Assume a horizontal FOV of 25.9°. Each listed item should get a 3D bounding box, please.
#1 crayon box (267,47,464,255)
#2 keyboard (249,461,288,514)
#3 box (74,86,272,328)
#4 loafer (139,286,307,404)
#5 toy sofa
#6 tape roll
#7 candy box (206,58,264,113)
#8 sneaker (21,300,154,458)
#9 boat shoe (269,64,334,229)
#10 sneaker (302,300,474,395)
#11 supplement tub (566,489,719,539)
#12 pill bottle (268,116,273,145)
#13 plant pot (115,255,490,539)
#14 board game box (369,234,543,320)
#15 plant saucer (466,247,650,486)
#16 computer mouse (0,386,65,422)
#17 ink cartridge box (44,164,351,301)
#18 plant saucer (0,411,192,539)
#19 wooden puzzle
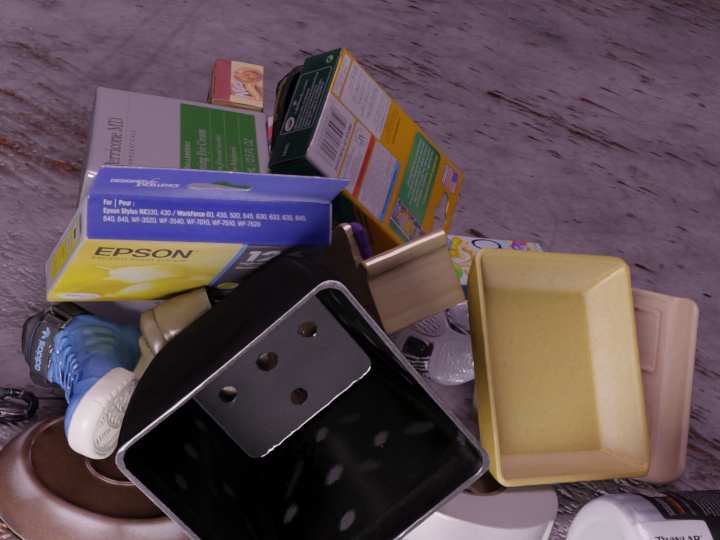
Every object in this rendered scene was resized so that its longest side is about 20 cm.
[{"bbox_3d":[0.009,-0.092,1.447,0.052,0.200,0.126,-11,50,39],"label":"crayon box"},{"bbox_3d":[0.003,0.200,1.277,0.127,0.021,0.200,-14,39,-42],"label":"keyboard"},{"bbox_3d":[-0.178,-0.034,1.441,0.171,0.200,0.199,7,28,-10],"label":"box"},{"bbox_3d":[-0.098,0.083,1.311,0.200,0.067,0.076,39,20,-40],"label":"loafer"},{"bbox_3d":[0.000,0.000,1.352,0.083,0.098,0.200,-21,5,-24],"label":"toy sofa"},{"bbox_3d":[0.067,0.173,1.307,0.203,0.037,0.203,19,19,-7],"label":"tape roll"},{"bbox_3d":[-0.141,-0.101,1.591,0.055,0.200,0.115,9,27,-9],"label":"candy box"},{"bbox_3d":[-0.229,0.083,1.249,0.111,0.077,0.200,20,18,3],"label":"sneaker"},{"bbox_3d":[-0.055,-0.092,1.471,0.072,0.202,0.061,-2,-5,0],"label":"boat shoe"},{"bbox_3d":[0.039,0.068,1.424,0.200,0.075,0.115,-14,5,-3],"label":"sneaker"},{"bbox_3d":[0.272,0.234,1.230,0.200,0.123,0.123,1,29,-24],"label":"supplement tub"},{"bbox_3d":[-0.036,-0.085,1.714,0.200,0.113,0.112,25,28,21],"label":"pill bottle"},{"bbox_3d":[-0.056,0.105,1.180,0.200,0.200,0.177,49,3,-24],"label":"plant pot"},{"bbox_3d":[0.090,0.033,1.554,0.200,0.105,0.103,4,28,-18],"label":"board game box"},{"bbox_3d":[0.165,0.086,1.369,0.200,0.200,0.048,3,-13,-41],"label":"plant saucer"},{"bbox_3d":[-0.247,0.098,1.334,0.200,0.034,0.059,-3,32,-31],"label":"computer mouse"},{"bbox_3d":[-0.131,-0.023,1.229,0.197,0.200,0.047,2,73,-22],"label":"ink cartridge box"},{"bbox_3d":[-0.191,0.163,1.238,0.200,0.032,0.200,12,25,-6],"label":"plant saucer"},{"bbox_3d":[0.208,0.098,1.469,0.200,0.046,0.186,11,68,-2],"label":"wooden puzzle"}]
